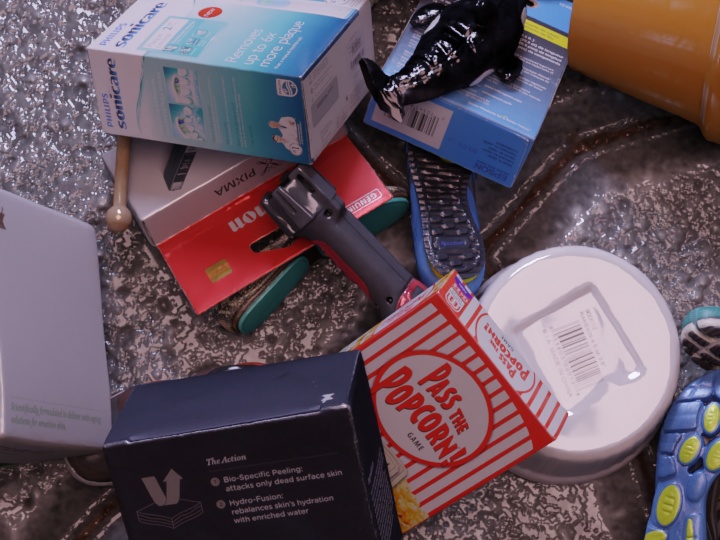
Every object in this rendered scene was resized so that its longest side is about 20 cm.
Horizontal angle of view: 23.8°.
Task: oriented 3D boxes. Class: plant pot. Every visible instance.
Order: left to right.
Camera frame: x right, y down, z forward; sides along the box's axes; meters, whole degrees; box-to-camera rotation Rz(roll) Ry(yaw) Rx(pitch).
[{"bbox_3d":[0.280,-0.219,1.475,0.181,0.200,0.202,14,77,13],"label":"plant pot"}]

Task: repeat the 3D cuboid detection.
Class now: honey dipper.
[{"bbox_3d":[-0.201,-0.119,1.471,0.037,0.038,0.202,-1,55,-2],"label":"honey dipper"}]

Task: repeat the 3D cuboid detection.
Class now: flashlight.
[{"bbox_3d":[0.000,0.000,1.412,0.068,0.068,0.200,-45,98,1],"label":"flashlight"}]

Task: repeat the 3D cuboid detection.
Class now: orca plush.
[{"bbox_3d":[0.079,-0.204,1.426,0.199,0.071,0.105,-23,59,-33],"label":"orca plush"}]

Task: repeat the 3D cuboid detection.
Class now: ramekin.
[{"bbox_3d":[0.176,0.076,1.448,0.198,0.098,0.203,0,78,-1],"label":"ramekin"}]

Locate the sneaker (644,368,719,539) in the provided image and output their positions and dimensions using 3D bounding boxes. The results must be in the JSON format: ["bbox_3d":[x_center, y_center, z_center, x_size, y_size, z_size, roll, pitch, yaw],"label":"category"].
[{"bbox_3d":[0.282,0.178,1.435,0.070,0.083,0.202,15,90,20],"label":"sneaker"}]

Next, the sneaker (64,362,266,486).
[{"bbox_3d":[-0.158,0.119,1.434,0.198,0.082,0.078,-22,79,-7],"label":"sneaker"}]

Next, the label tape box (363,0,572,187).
[{"bbox_3d":[0.105,-0.180,1.507,0.143,0.064,0.201,24,46,3],"label":"label tape box"}]

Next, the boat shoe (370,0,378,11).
[{"bbox_3d":[-0.009,-0.253,1.460,0.070,0.200,0.063,19,57,-7],"label":"boat shoe"}]

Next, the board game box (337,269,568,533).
[{"bbox_3d":[0.045,0.115,1.387,0.199,0.046,0.152,-37,96,31],"label":"board game box"}]

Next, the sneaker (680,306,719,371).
[{"bbox_3d":[0.348,0.044,1.457,0.198,0.077,0.081,2,67,-33],"label":"sneaker"}]

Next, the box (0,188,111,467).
[{"bbox_3d":[-0.318,0.053,1.365,0.169,0.199,0.203,-10,78,15],"label":"box"}]

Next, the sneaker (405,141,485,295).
[{"bbox_3d":[0.070,-0.055,1.495,0.065,0.079,0.202,1,58,-7],"label":"sneaker"}]

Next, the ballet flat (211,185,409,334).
[{"bbox_3d":[-0.054,-0.029,1.484,0.199,0.068,0.075,-38,66,-7],"label":"ballet flat"}]

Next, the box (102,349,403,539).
[{"bbox_3d":[-0.076,0.187,1.347,0.194,0.118,0.202,-9,109,9],"label":"box"}]

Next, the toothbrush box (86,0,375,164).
[{"bbox_3d":[-0.104,-0.171,1.425,0.198,0.086,0.147,10,38,22],"label":"toothbrush box"}]

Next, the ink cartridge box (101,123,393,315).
[{"bbox_3d":[-0.098,-0.082,1.465,0.199,0.045,0.177,-31,53,-8],"label":"ink cartridge box"}]
